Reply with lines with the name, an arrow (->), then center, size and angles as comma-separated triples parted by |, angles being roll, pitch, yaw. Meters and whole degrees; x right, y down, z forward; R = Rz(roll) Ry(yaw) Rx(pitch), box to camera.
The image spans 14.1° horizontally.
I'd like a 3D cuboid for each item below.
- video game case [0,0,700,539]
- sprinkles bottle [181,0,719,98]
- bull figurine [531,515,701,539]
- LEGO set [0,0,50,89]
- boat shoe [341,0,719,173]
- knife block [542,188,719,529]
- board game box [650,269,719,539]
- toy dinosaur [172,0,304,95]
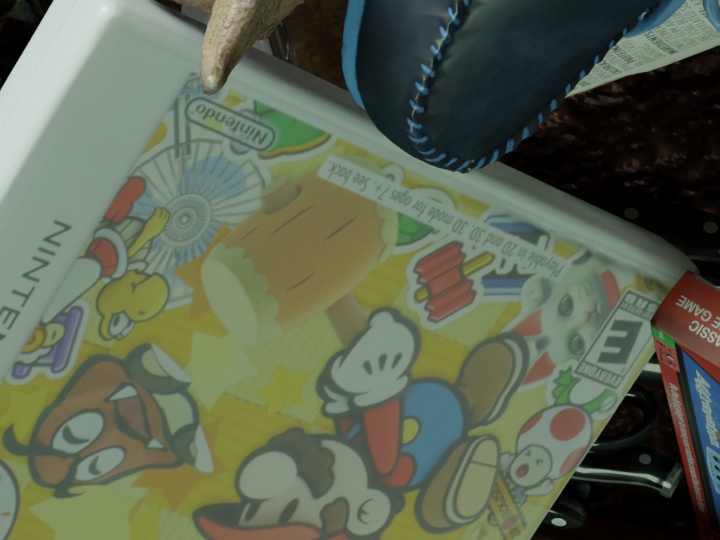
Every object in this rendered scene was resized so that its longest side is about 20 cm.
video game case -> -0.034, 0.043, 0.680 | 0.200, 0.023, 0.182 | 22, 105, -42
sprinkles bottle -> 0.053, -0.076, 0.682 | 0.200, 0.068, 0.068 | -19, 132, 32
bull figurine -> 0.077, 0.119, 0.911 | 0.200, 0.065, 0.121 | 16, 135, -7
LEGO set -> -0.107, -0.061, 0.682 | 0.154, 0.116, 0.200 | 33, 157, 46
boat shoe -> 0.068, -0.096, 0.582 | 0.084, 0.069, 0.200 | 4, 126, -51
knife block -> 0.000, 0.000, 0.791 | 0.176, 0.064, 0.200 | -26, 128, 35
board game box -> 0.130, 0.067, 0.759 | 0.103, 0.019, 0.200 | 31, 168, 20
toy dinosaur -> -0.044, -0.104, 0.612 | 0.086, 0.200, 0.136 | -4, 151, -30
